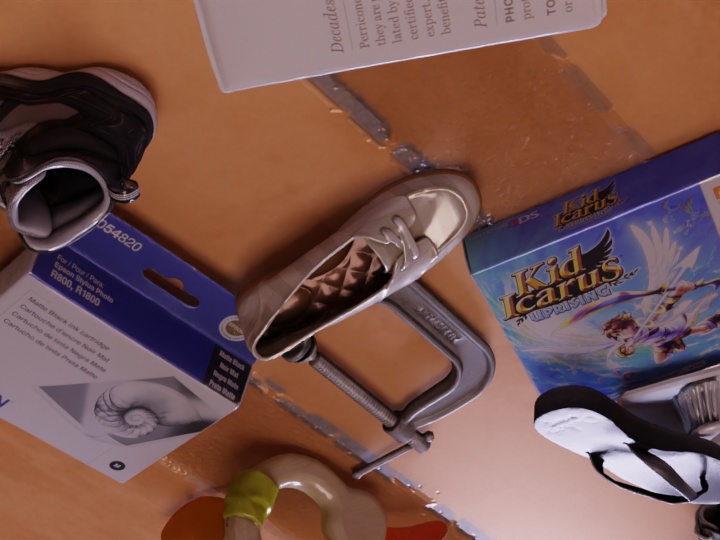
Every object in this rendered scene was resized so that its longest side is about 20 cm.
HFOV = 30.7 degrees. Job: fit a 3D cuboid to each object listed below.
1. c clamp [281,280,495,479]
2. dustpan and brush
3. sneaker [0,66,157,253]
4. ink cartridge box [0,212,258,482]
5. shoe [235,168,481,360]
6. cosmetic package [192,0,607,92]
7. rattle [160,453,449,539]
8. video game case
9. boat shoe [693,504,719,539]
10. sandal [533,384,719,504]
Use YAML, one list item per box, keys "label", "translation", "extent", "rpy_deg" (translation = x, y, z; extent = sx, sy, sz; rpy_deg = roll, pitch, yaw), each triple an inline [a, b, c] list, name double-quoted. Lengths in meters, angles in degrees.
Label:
- label: "c clamp"
  translation: [0.013, 0.083, 1.019]
  extent: [0.170, 0.027, 0.200]
  rpy_deg: [-28, 128, 19]
- label: "dustpan and brush"
  translation: [0.273, 0.130, 1.059]
  extent: [0.139, 0.058, 0.200]
  rpy_deg: [-15, 161, 2]
- label: "sneaker"
  translation: [-0.227, -0.069, 0.806]
  extent: [0.198, 0.114, 0.076]
  rpy_deg: [-4, 131, -2]
- label: "ink cartridge box"
  translation: [-0.187, 0.062, 0.964]
  extent: [0.199, 0.041, 0.200]
  rpy_deg: [35, 124, -30]
- label: "shoe"
  translation: [0.000, 0.000, 0.913]
  extent: [0.199, 0.053, 0.070]
  rpy_deg: [-32, 115, 14]
- label: "cosmetic package"
  translation: [0.008, -0.218, 0.662]
  extent: [0.198, 0.168, 0.167]
  rpy_deg: [-9, 132, 4]
- label: "rattle"
  translation: [-0.045, 0.236, 1.111]
  extent: [0.199, 0.131, 0.143]
  rpy_deg: [8, 138, -37]
- label: "video game case"
  translation: [0.200, 0.013, 0.963]
  extent: [0.199, 0.046, 0.182]
  rpy_deg: [-22, 129, 14]
- label: "boat shoe"
  translation: [0.327, 0.223, 1.152]
  extent: [0.070, 0.072, 0.201]
  rpy_deg: [20, 117, -10]
- label: "sandal"
  translation: [0.209, 0.146, 0.995]
  extent: [0.199, 0.043, 0.076]
  rpy_deg: [24, 142, -26]
